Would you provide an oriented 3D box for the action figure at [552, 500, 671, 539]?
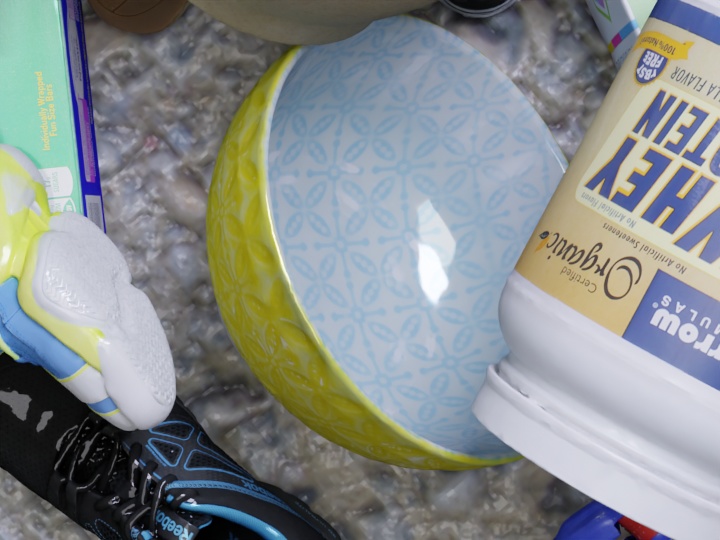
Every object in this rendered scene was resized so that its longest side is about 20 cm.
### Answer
[{"bbox_3d":[0.124,0.105,1.023,0.065,0.099,0.200,42,112,-2],"label":"action figure"}]

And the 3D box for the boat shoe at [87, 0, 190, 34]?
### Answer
[{"bbox_3d":[-0.077,-0.204,1.016,0.071,0.065,0.200,19,110,11],"label":"boat shoe"}]

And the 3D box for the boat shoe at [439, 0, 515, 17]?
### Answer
[{"bbox_3d":[0.022,-0.209,1.021,0.069,0.057,0.200,-28,90,1],"label":"boat shoe"}]

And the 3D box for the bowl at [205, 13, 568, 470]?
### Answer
[{"bbox_3d":[0.000,0.000,0.984,0.108,0.200,0.200,-25,89,42],"label":"bowl"}]

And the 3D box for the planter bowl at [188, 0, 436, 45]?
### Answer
[{"bbox_3d":[-0.016,-0.177,0.906,0.200,0.200,0.135,37,133,1],"label":"planter bowl"}]

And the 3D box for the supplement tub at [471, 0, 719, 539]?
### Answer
[{"bbox_3d":[0.142,-0.004,0.886,0.144,0.144,0.200,28,96,1],"label":"supplement tub"}]

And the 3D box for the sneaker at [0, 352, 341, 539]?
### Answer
[{"bbox_3d":[-0.091,0.094,1.009,0.200,0.082,0.073,30,92,2],"label":"sneaker"}]

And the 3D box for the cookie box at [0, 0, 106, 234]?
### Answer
[{"bbox_3d":[-0.222,-0.061,1.014,0.200,0.075,0.172,-6,91,1],"label":"cookie box"}]

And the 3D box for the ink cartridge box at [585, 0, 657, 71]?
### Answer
[{"bbox_3d":[0.111,-0.177,0.997,0.059,0.104,0.200,-24,90,0],"label":"ink cartridge box"}]

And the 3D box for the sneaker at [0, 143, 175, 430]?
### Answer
[{"bbox_3d":[-0.167,0.003,0.951,0.105,0.076,0.200,-39,86,14],"label":"sneaker"}]
